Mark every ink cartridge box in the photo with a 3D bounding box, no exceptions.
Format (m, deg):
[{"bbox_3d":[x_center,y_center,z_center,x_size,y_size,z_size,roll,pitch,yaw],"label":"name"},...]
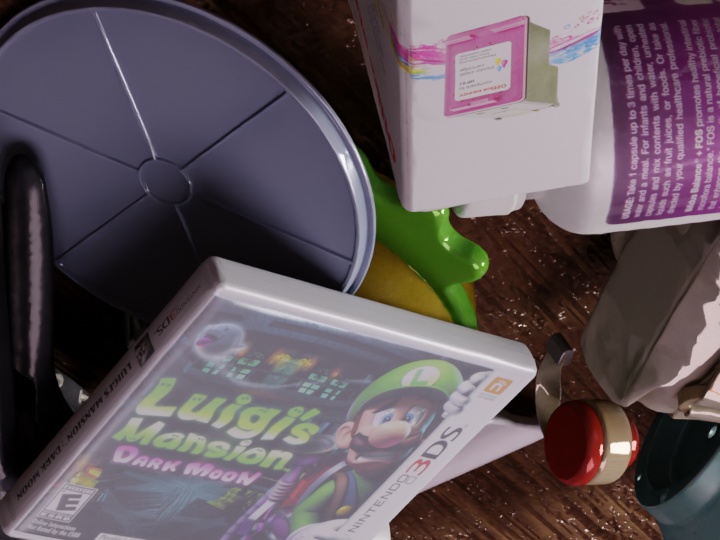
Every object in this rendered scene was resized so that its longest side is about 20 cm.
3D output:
[{"bbox_3d":[0.041,-0.140,0.932,0.084,0.145,0.200,-9,147,-5],"label":"ink cartridge box"}]

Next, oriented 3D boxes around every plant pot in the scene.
[{"bbox_3d":[0.244,0.118,1.364,0.134,0.201,0.200,30,134,-12],"label":"plant pot"}]

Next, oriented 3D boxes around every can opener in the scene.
[{"bbox_3d":[-0.168,0.040,1.109,0.078,0.063,0.201,21,128,26],"label":"can opener"}]

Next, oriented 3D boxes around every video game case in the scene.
[{"bbox_3d":[-0.042,0.080,1.111,0.199,0.023,0.182,16,127,-39],"label":"video game case"}]

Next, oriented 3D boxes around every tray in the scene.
[{"bbox_3d":[0.012,0.123,1.412,0.199,0.022,0.107,-26,162,22],"label":"tray"}]

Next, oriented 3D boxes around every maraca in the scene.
[{"bbox_3d":[0.000,0.000,1.150,0.137,0.107,0.200,28,153,5],"label":"maraca"}]

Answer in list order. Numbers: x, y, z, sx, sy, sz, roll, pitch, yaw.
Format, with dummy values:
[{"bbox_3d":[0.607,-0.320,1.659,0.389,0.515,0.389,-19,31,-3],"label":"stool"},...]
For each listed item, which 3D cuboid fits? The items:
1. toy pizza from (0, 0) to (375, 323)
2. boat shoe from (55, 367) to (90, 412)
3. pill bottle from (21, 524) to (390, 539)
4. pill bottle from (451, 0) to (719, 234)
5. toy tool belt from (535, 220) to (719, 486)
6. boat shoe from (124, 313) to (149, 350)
[{"bbox_3d":[-0.083,-0.049,1.071,0.199,0.032,0.201,15,135,15],"label":"toy pizza"},{"bbox_3d":[-0.195,0.052,1.230,0.074,0.061,0.200,8,154,31],"label":"boat shoe"},{"bbox_3d":[-0.086,0.144,1.245,0.199,0.111,0.111,5,144,-36],"label":"pill bottle"},{"bbox_3d":[0.137,-0.076,1.088,0.199,0.113,0.113,-6,147,-8],"label":"pill bottle"},{"bbox_3d":[0.188,0.035,1.254,0.122,0.125,0.201,3,125,-31],"label":"toy tool belt"},{"bbox_3d":[-0.092,0.036,1.231,0.070,0.064,0.200,-11,147,0],"label":"boat shoe"}]
